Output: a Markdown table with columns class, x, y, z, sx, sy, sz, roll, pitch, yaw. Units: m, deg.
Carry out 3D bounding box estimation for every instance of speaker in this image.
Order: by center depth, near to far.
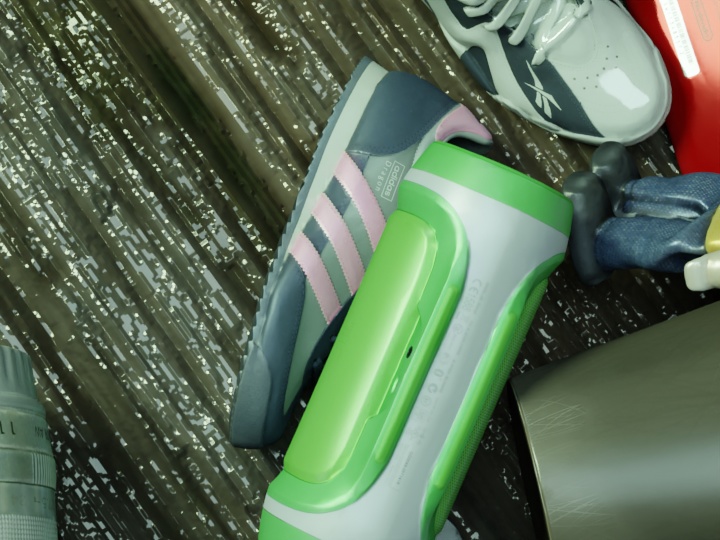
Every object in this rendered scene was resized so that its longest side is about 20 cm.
| class | x | y | z | sx | sy | sz | roll | pitch | yaw |
| --- | --- | --- | --- | --- | --- | --- | --- | --- | --- |
| speaker | 0.026 | 0.046 | 1.195 | 0.088 | 0.088 | 0.201 | 24 | 89 | 0 |

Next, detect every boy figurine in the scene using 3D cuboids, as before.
| class | x | y | z | sx | sy | sz | roll | pitch | yaw |
| --- | --- | --- | --- | --- | --- | --- | --- | --- | --- |
| boy figurine | 0.191 | -0.024 | 1.197 | 0.124 | 0.199 | 0.065 | -39 | 120 | -46 |

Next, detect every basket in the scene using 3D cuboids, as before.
| class | x | y | z | sx | sy | sz | roll | pitch | yaw |
| --- | --- | --- | --- | --- | --- | --- | --- | --- | --- |
| basket | 0.176 | 0.082 | 1.213 | 0.199 | 0.136 | 0.181 | -12 | 49 | 0 |

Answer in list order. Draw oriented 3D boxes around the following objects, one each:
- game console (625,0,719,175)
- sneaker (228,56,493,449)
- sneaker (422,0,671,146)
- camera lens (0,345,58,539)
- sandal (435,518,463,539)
| class | x | y | z | sx | sy | sz | roll | pitch | yaw |
| --- | --- | --- | --- | --- | --- | --- | --- | --- | --- |
| game console | 0.234 | -0.138 | 1.316 | 0.172 | 0.119 | 0.201 | -21 | 80 | 24 |
| sneaker | 0.000 | 0.000 | 1.246 | 0.082 | 0.070 | 0.201 | 21 | 80 | 2 |
| sneaker | 0.069 | -0.140 | 1.241 | 0.079 | 0.130 | 0.199 | -39 | 84 | 2 |
| camera lens | -0.212 | 0.141 | 1.158 | 0.159 | 0.160 | 0.201 | -4 | 80 | -5 |
| sandal | -0.009 | 0.202 | 1.222 | 0.076 | 0.043 | 0.201 | 18 | 79 | -1 |
